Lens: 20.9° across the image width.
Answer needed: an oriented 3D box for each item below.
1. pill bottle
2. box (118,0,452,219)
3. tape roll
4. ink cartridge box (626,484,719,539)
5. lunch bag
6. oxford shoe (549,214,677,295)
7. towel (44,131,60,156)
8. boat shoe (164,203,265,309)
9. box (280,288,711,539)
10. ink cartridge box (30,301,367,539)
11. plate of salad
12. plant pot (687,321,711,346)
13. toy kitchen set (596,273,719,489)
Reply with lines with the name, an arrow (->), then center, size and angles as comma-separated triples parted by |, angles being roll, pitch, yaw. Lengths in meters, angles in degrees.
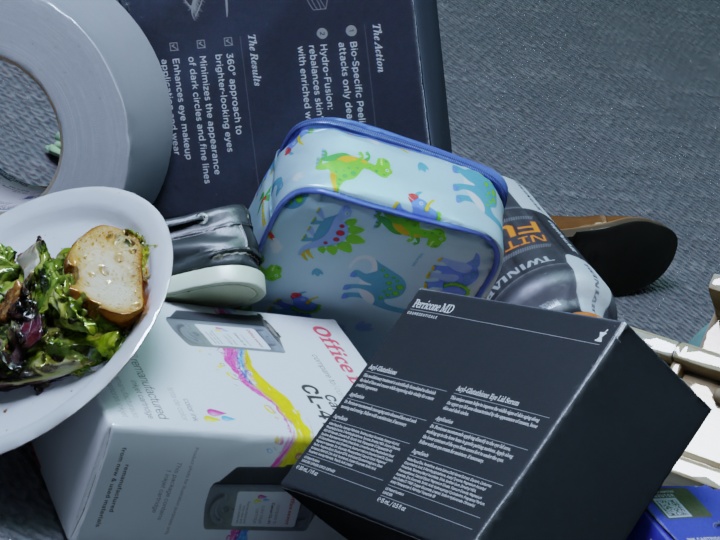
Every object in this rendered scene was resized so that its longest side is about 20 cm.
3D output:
pill bottle -> 0.121, 0.020, 1.428 | 0.106, 0.106, 0.200 | 8, 27, -28
box -> -0.049, -0.147, 1.300 | 0.199, 0.197, 0.117 | -4, 16, 9
tape roll -> -0.225, -0.095, 1.261 | 0.200, 0.201, 0.066 | 26, 25, 11
ink cartridge box -> 0.179, 0.186, 1.011 | 0.136, 0.200, 0.076 | 5, 29, -33
lunch bag -> 0.000, 0.000, 1.252 | 0.160, 0.200, 0.083 | 15, 48, -11
oxford shoe -> 0.182, -0.023, 1.620 | 0.199, 0.072, 0.071 | 1, 26, -37
towel -> -0.128, -0.050, 1.471 | 0.152, 0.023, 0.200 | -2, 32, -44
boat shoe -> -0.155, -0.007, 1.198 | 0.199, 0.066, 0.074 | -8, -18, 19
box -> 0.065, 0.092, 1.015 | 0.079, 0.141, 0.200 | 40, -14, -25
ink cartridge box -> -0.086, 0.088, 1.137 | 0.199, 0.086, 0.148 | 5, 28, -29
plate of salad -> -0.197, 0.022, 1.086 | 0.048, 0.200, 0.200 | 56, -2, -41
plant pot -> 0.307, 0.125, 1.284 | 0.200, 0.201, 0.196 | 9, 18, -27
toy kitchen set -> 0.218, 0.032, 1.104 | 0.199, 0.164, 0.181 | 17, -22, 26
